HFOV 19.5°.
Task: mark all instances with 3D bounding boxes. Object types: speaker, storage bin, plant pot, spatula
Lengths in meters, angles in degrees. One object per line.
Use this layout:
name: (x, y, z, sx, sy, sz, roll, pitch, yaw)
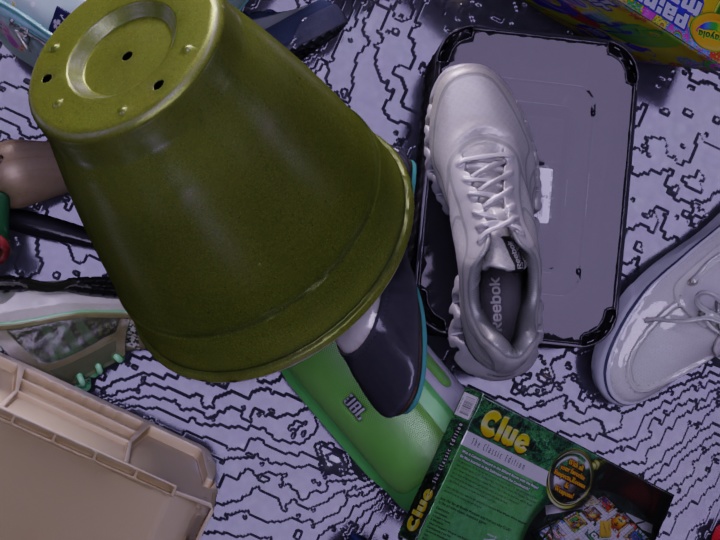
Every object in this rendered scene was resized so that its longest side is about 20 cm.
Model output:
speaker: (0.011, 0.075, 1.386, 0.088, 0.088, 0.200, -41, 90, -5)
storage bin: (0.105, -0.053, 1.394, 0.134, 0.094, 0.202, 6, 86, -4)
storage bin: (-0.215, 0.179, 1.336, 0.197, 0.094, 0.201, 24, 101, -4)
plant pot: (-0.097, -0.069, 1.250, 0.200, 0.200, 0.193, -41, 134, -4)
spatula: (-0.153, -0.022, 1.398, 0.198, 0.057, 0.021, 6, 112, 6)

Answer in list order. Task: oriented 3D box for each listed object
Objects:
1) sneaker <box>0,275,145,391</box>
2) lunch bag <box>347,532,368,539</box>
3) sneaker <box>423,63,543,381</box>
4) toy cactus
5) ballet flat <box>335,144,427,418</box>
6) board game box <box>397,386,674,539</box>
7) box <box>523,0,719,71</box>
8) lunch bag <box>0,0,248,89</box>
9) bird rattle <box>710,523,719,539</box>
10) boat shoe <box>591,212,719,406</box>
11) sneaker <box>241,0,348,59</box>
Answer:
sneaker: (-0.191, 0.052, 1.389, 0.198, 0.077, 0.090, 2, 100, 2)
lunch bag: (0.038, 0.280, 1.352, 0.199, 0.136, 0.133, 35, 86, -3)
sneaker: (0.084, -0.033, 1.306, 0.074, 0.081, 0.202, -8, 86, -2)
toy cactus: (-0.260, -0.067, 1.364, 0.164, 0.103, 0.200, -10, 46, -29)
ballet flat: (0.000, 0.000, 1.320, 0.072, 0.073, 0.202, 2, 55, -4)
board game box: (0.119, 0.159, 1.366, 0.199, 0.023, 0.105, 30, 86, -37)
box: (0.171, -0.260, 1.352, 0.199, 0.122, 0.194, 26, 85, -33)
lunch bag: (-0.152, -0.208, 1.358, 0.160, 0.077, 0.200, 32, 72, 26)
bird rattle: (0.339, 0.178, 1.415, 0.198, 0.113, 0.165, 7, 75, 10)
boat shoe: (0.246, 0.022, 1.395, 0.202, 0.086, 0.075, -41, 119, -8)
sneaker: (-0.109, -0.155, 1.396, 0.198, 0.070, 0.083, -22, 87, -6)
